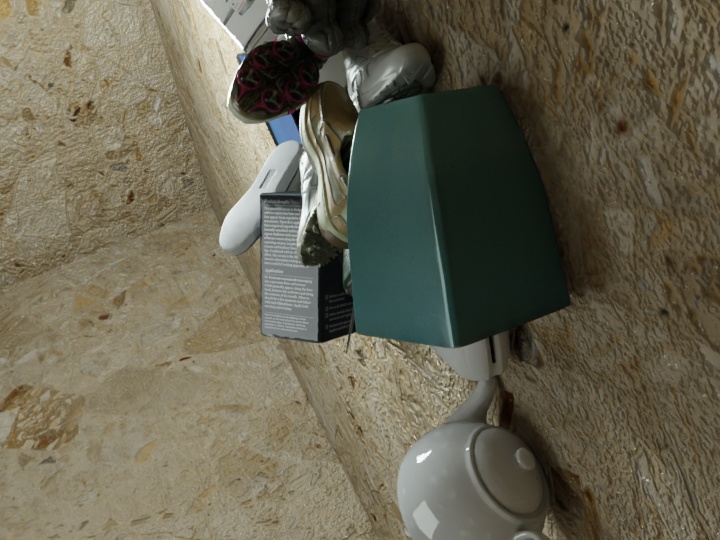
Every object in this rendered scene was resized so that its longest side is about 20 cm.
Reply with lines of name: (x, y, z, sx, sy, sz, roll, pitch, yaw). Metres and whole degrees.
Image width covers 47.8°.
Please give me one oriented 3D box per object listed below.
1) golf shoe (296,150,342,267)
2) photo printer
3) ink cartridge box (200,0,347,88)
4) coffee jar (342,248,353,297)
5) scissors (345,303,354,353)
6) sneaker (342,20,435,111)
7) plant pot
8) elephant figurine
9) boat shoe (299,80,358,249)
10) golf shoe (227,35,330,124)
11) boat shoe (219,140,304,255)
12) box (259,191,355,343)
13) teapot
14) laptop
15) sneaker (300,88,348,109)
golf shoe: (-0.042, -0.105, 1.016, 0.097, 0.078, 0.201, 31, 104, 45)
photo printer: (0.100, 0.025, 0.936, 0.200, 0.069, 0.167, -138, 29, -62)
ink cartridge box: (-0.105, -0.307, 1.048, 0.145, 0.085, 0.200, 31, -164, -40)
coffee jar: (0.029, -0.069, 0.876, 0.104, 0.085, 0.201, -42, 40, 44)
scissors: (0.000, 0.000, 1.018, 0.073, 0.014, 0.201, -129, 49, -67)
sneaker: (0.016, -0.221, 0.863, 0.200, 0.078, 0.100, -175, 67, -74)
plant pot: (0.074, -0.053, 0.711, 0.141, 0.141, 0.201, 3, 106, 54)
elephant figurine: (-0.017, -0.319, 0.765, 0.200, 0.155, 0.142, 115, 175, -47)
boat shoe: (-0.010, -0.122, 0.816, 0.076, 0.071, 0.201, -48, 47, 46)
golf shoe: (-0.083, -0.200, 0.844, 0.073, 0.200, 0.092, 44, 134, -11)
boat shoe: (-0.132, -0.095, 1.182, 0.072, 0.200, 0.066, 4, 147, 35)
box: (-0.057, -0.012, 1.148, 0.107, 0.148, 0.201, 5, 98, 31)
teapot: (0.150, 0.257, 0.952, 0.200, 0.197, 0.146, 46, 127, 2)
laptop: (-0.131, -0.247, 1.281, 0.200, 0.103, 0.178, -88, -22, -58)
sneaker: (-0.041, -0.217, 1.126, 0.200, 0.077, 0.085, -116, 5, -60)
